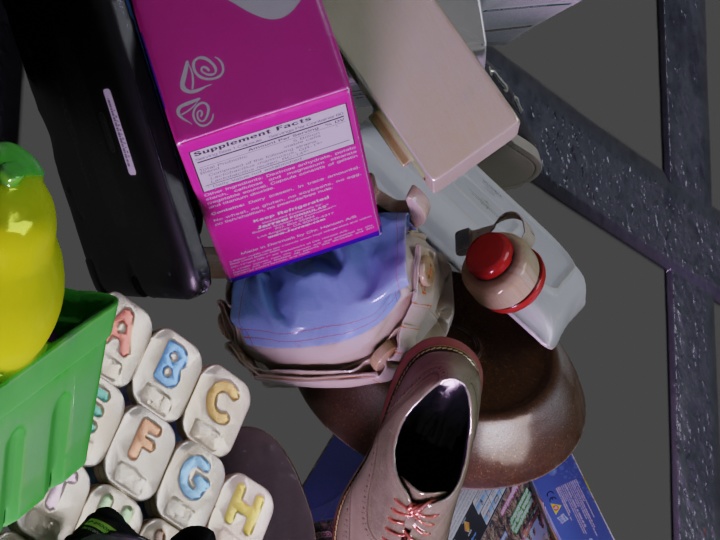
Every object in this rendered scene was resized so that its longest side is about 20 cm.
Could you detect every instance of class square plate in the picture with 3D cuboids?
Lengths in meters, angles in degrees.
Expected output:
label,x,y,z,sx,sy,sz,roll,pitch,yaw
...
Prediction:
label,x,y,z,sx,sy,sz,roll,pitch,yaw
square plate,0.074,-0.038,1.739,0.200,0.028,0.198,43,15,3

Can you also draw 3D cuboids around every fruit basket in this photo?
label,x,y,z,sx,sy,sz,roll,pitch,yaw
fruit basket,-0.209,0.032,1.242,0.215,0.155,0.217,6,90,-66

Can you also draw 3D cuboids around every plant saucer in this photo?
label,x,y,z,sx,sy,sz,roll,pitch,yaw
plant saucer,0.055,0.058,1.677,0.201,0.200,0.037,-57,168,-50

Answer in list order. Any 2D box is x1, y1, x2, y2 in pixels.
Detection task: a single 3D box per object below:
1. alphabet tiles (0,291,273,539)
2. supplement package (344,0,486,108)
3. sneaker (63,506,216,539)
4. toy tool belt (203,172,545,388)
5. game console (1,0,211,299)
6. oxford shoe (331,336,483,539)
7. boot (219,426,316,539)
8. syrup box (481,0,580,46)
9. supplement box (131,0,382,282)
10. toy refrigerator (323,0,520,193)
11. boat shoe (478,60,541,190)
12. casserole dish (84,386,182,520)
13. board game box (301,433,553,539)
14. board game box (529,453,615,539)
label,x,y,z,sx,sy,sz,roll,pitch,yaw
alphabet tiles,-0.133,0.122,1.423,0.200,0.015,0.196,38,63,-32
supplement package,0.015,-0.178,1.661,0.200,0.119,0.122,49,32,-87
sneaker,-0.152,0.166,1.357,0.199,0.071,0.083,0,90,-44
toy tool belt,0.000,0.000,1.581,0.123,0.199,0.125,47,34,-47
game console,-0.121,-0.097,1.487,0.116,0.176,0.201,-25,104,-31
oxford shoe,0.024,0.141,1.544,0.075,0.070,0.201,-93,-165,-78
boot,-0.053,0.189,1.582,0.075,0.073,0.201,-64,141,-81
syrup box,0.096,-0.212,1.814,0.081,0.200,0.079,-6,85,-18
supplement box,-0.055,-0.087,1.463,0.200,0.103,0.102,79,-7,-67
toy refrigerator,0.009,-0.145,1.521,0.200,0.070,0.076,55,-1,3
boat shoe,0.071,-0.126,1.884,0.200,0.072,0.063,42,32,-53
casserole dish,-0.122,0.149,1.483,0.121,0.039,0.201,-26,105,-59
board game box,0.049,0.197,1.707,0.201,0.096,0.160,66,32,-23
board game box,0.133,0.145,1.808,0.136,0.034,0.201,69,-3,-62
